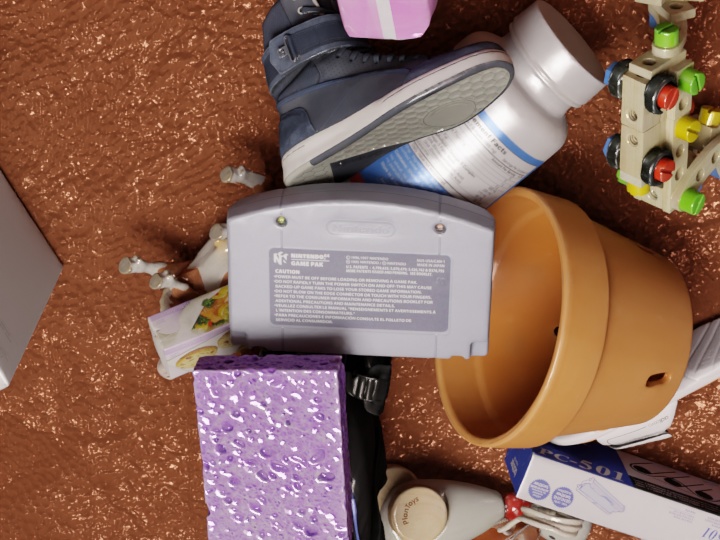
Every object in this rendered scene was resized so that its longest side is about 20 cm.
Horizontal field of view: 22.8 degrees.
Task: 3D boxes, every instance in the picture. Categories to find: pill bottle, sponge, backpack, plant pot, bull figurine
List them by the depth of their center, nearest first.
[{"bbox_3d":[-0.063,0.159,1.339,0.111,0.030,0.201,1,111,10],"label":"sponge"},{"bbox_3d":[0.086,-0.110,1.355,0.200,0.112,0.112,-40,108,20],"label":"pill bottle"},{"bbox_3d":[0.164,0.046,1.393,0.139,0.200,0.201,10,119,-25],"label":"plant pot"},{"bbox_3d":[-0.115,0.002,1.440,0.200,0.065,0.121,-44,142,14],"label":"bull figurine"},{"bbox_3d":[-0.042,0.134,1.445,0.153,0.191,0.201,2,112,9],"label":"backpack"}]

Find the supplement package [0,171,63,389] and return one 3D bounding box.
[{"bbox_3d":[-0.329,0.018,1.394,0.121,0.200,0.120,-25,113,15],"label":"supplement package"}]

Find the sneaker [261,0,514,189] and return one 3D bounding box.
[{"bbox_3d":[0.011,-0.161,1.304,0.202,0.147,0.077,-23,158,30],"label":"sneaker"}]

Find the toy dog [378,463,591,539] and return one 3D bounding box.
[{"bbox_3d":[0.094,0.232,1.532,0.199,0.132,0.097,11,95,8],"label":"toy dog"}]

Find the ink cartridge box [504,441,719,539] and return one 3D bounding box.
[{"bbox_3d":[0.225,0.188,1.505,0.199,0.094,0.044,19,103,-6],"label":"ink cartridge box"}]

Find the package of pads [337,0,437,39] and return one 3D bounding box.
[{"bbox_3d":[0.012,-0.271,1.220,0.075,0.121,0.200,-2,137,11],"label":"package of pads"}]

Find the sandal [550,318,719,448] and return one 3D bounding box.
[{"bbox_3d":[0.249,0.107,1.474,0.206,0.079,0.059,-25,118,16],"label":"sandal"}]

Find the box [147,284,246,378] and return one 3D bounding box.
[{"bbox_3d":[-0.069,0.025,1.411,0.199,0.039,0.042,-22,143,-13],"label":"box"}]

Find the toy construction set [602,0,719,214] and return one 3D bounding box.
[{"bbox_3d":[0.236,-0.129,1.334,0.092,0.131,0.201,15,128,47],"label":"toy construction set"}]

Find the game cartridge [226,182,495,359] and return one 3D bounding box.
[{"bbox_3d":[0.000,0.000,1.335,0.199,0.041,0.134,3,123,2],"label":"game cartridge"}]
